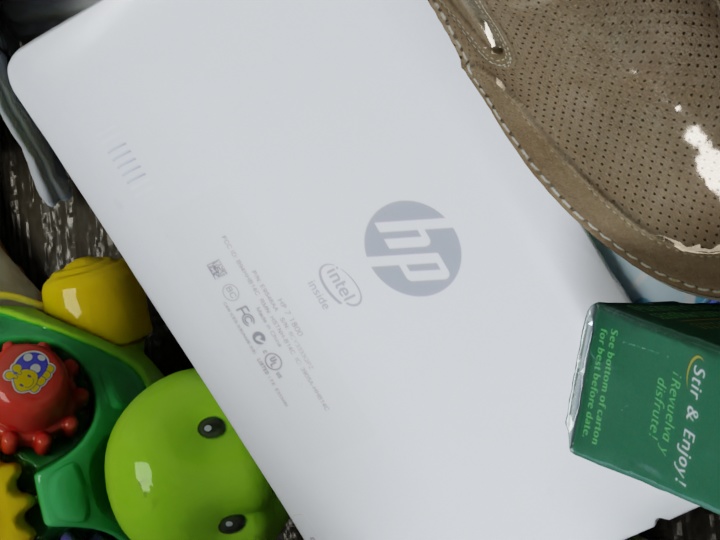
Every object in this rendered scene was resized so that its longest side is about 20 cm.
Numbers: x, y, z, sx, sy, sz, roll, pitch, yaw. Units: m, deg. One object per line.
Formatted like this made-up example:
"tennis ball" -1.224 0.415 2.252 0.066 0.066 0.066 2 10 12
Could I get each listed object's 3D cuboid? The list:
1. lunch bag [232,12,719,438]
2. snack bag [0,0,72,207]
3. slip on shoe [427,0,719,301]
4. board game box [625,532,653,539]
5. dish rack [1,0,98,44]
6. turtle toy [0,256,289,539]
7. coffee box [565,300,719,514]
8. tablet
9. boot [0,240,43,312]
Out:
"lunch bag" 0.031 -0.026 0.820 0.200 0.127 0.170 51 128 29
"snack bag" -0.162 -0.139 1.025 0.200 0.021 0.189 71 177 -66
"slip on shoe" 0.050 -0.075 0.690 0.076 0.061 0.200 -27 98 20
"board game box" 0.024 0.146 0.915 0.120 0.032 0.200 41 123 43
"dish rack" -0.076 -0.157 0.964 0.200 0.043 0.172 1 85 58
"turtle toy" -0.109 0.073 0.989 0.200 0.101 0.146 -10 97 21
"coffee box" 0.162 0.050 0.674 0.200 0.123 0.044 21 105 49
"tablet" 0.000 0.000 0.768 0.130 0.014 0.200 -27 102 30
"boot" -0.182 0.018 1.131 0.144 0.071 0.202 -11 87 59
